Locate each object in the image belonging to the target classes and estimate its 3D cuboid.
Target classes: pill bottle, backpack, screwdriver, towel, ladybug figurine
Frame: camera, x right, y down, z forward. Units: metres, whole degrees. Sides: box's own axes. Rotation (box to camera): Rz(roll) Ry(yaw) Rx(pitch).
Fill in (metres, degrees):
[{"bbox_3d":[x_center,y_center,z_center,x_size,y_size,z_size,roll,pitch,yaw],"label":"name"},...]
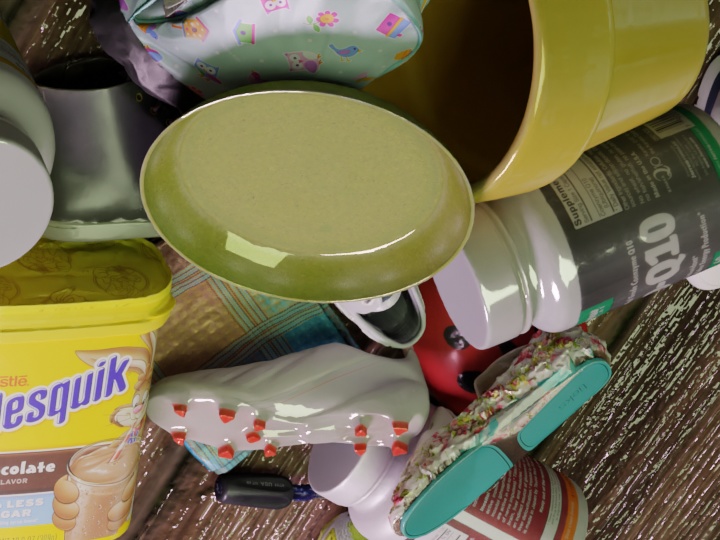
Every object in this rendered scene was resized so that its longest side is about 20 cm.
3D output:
[{"bbox_3d":[0.151,-0.027,1.221,0.199,0.113,0.114,-22,128,-13],"label":"pill bottle"},{"bbox_3d":[-0.043,-0.164,1.066,0.200,0.127,0.167,-27,143,36],"label":"backpack"},{"bbox_3d":[-0.023,0.172,1.408,0.199,0.029,0.028,6,119,-34],"label":"screwdriver"},{"bbox_3d":[-0.095,0.046,1.287,0.146,0.022,0.200,-36,129,-1],"label":"towel"},{"bbox_3d":[0.065,0.169,1.376,0.200,0.113,0.113,30,106,-24],"label":"pill bottle"},{"bbox_3d":[-0.233,-0.085,1.017,0.111,0.200,0.112,-12,125,-17],"label":"pill bottle"},{"bbox_3d":[0.105,0.054,1.354,0.136,0.072,0.200,-40,129,4],"label":"ladybug figurine"}]

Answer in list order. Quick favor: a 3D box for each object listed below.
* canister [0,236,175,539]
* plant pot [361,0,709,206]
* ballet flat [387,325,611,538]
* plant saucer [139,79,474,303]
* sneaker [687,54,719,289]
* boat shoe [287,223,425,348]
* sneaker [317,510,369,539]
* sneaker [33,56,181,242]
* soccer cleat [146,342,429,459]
[{"bbox_3d":[-0.207,0.082,1.184,0.148,0.087,0.201,-4,123,-25],"label":"canister"},{"bbox_3d":[0.111,-0.151,1.156,0.188,0.201,0.202,-10,127,-39],"label":"plant pot"},{"bbox_3d":[0.090,0.109,1.292,0.200,0.064,0.076,-38,141,-5],"label":"ballet flat"},{"bbox_3d":[-0.031,-0.050,1.088,0.199,0.031,0.200,4,143,3],"label":"plant saucer"},{"bbox_3d":[0.279,-0.062,1.354,0.076,0.081,0.201,-11,127,-21],"label":"sneaker"},{"bbox_3d":[0.000,0.000,1.227,0.072,0.068,0.200,-42,153,-11],"label":"boat shoe"},{"bbox_3d":[0.032,0.244,1.461,0.199,0.076,0.105,20,130,-34],"label":"sneaker"},{"bbox_3d":[-0.112,-0.083,1.157,0.199,0.075,0.107,-10,122,-24],"label":"sneaker"},{"bbox_3d":[-0.051,0.087,1.286,0.199,0.078,0.069,3,143,-5],"label":"soccer cleat"}]
